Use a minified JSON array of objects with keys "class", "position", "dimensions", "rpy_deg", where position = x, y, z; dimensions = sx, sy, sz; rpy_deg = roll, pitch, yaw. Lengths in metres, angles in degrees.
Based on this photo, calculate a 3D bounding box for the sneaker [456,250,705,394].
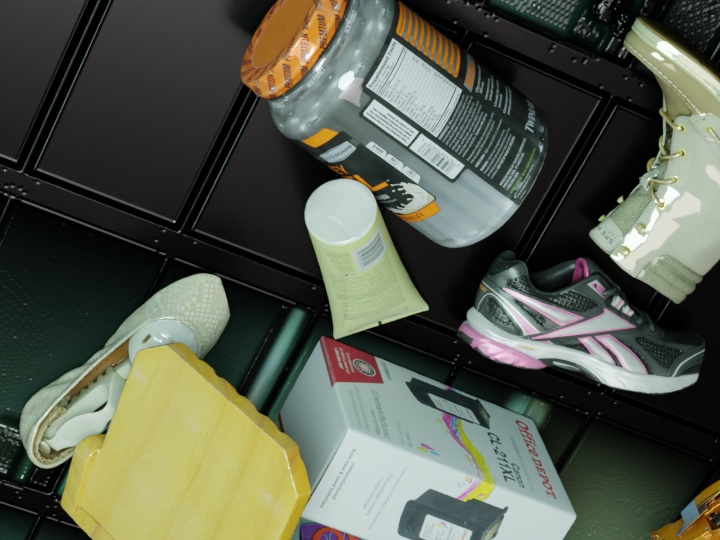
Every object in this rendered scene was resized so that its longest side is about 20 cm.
[{"class":"sneaker","position":[0.179,0.036,1.412],"dimensions":[0.199,0.080,0.087],"rpy_deg":[10,105,-20]}]

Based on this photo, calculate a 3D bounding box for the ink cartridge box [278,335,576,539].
[{"class":"ink cartridge box","position":[0.049,0.148,1.408],"dimensions":[0.199,0.146,0.083],"rpy_deg":[22,111,-20]}]

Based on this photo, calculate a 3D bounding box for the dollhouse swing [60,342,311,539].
[{"class":"dollhouse swing","position":[-0.088,0.162,1.345],"dimensions":[0.181,0.200,0.176],"rpy_deg":[9,116,-58]}]

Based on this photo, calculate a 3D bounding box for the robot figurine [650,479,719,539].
[{"class":"robot figurine","position":[0.349,0.206,1.537],"dimensions":[0.200,0.058,0.145],"rpy_deg":[-34,118,10]}]

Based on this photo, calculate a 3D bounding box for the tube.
[{"class":"tube","position":[0.000,0.000,1.340],"dimensions":[0.058,0.052,0.200],"rpy_deg":[21,161,19]}]

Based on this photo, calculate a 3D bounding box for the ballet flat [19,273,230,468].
[{"class":"ballet flat","position":[-0.172,0.082,1.385],"dimensions":[0.200,0.062,0.067],"rpy_deg":[-39,117,12]}]

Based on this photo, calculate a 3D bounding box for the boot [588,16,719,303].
[{"class":"boot","position":[0.225,-0.077,1.362],"dimensions":[0.155,0.072,0.200],"rpy_deg":[-42,117,16]}]

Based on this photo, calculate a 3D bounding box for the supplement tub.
[{"class":"supplement tub","position":[0.023,-0.114,1.279],"dimensions":[0.200,0.123,0.123],"rpy_deg":[34,108,-23]}]

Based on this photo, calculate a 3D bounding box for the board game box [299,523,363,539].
[{"class":"board game box","position":[0.055,0.251,1.479],"dimensions":[0.199,0.120,0.032],"rpy_deg":[-4,133,-7]}]
